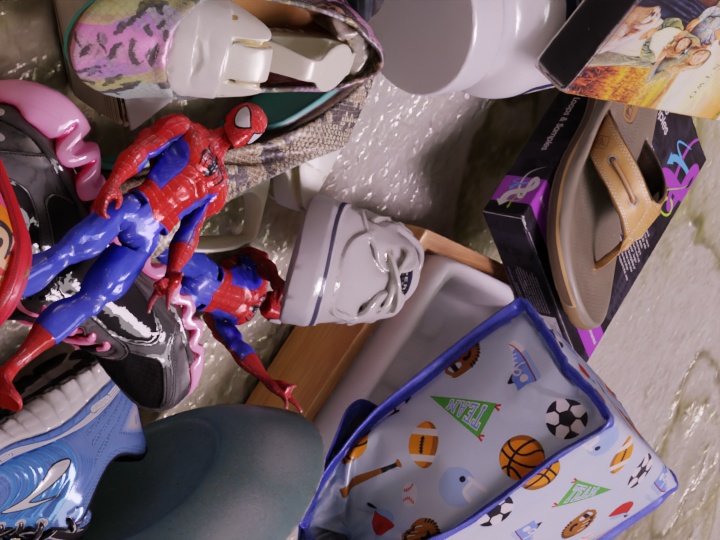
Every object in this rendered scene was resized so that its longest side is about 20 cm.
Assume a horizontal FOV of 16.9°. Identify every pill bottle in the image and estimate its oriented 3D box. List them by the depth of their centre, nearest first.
[{"bbox_3d":[0.099,-0.161,1.396,0.200,0.116,0.116,-16,133,-43],"label":"pill bottle"}]

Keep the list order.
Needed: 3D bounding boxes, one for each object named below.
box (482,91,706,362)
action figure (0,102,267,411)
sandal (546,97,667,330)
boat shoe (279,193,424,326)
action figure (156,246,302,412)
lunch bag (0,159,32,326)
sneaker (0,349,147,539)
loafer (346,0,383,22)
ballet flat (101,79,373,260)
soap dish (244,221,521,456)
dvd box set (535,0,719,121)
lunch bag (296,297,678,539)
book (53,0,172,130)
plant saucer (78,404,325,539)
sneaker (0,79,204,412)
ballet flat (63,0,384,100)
[{"bbox_3d":[0.154,-0.056,1.558,0.200,0.036,0.143,-55,139,-31],"label":"box"},{"bbox_3d":[-0.115,-0.017,1.189,0.200,0.052,0.065,-47,118,-26],"label":"action figure"},{"bbox_3d":[0.163,-0.061,1.490,0.080,0.054,0.200,34,70,-53],"label":"sandal"},{"bbox_3d":[0.000,0.000,1.363,0.200,0.066,0.072,-5,109,-83],"label":"boat shoe"},{"bbox_3d":[-0.082,0.020,1.370,0.065,0.099,0.200,-57,149,11],"label":"action figure"},{"bbox_3d":[-0.246,-0.008,1.076,0.200,0.176,0.082,-41,143,22],"label":"lunch bag"},{"bbox_3d":[-0.189,0.121,1.310,0.200,0.079,0.089,-34,106,-34],"label":"sneaker"},{"bbox_3d":[-0.004,-0.214,1.264,0.072,0.073,0.200,-40,147,-26],"label":"loafer"},{"bbox_3d":[-0.063,-0.055,1.329,0.200,0.068,0.075,-30,114,-39],"label":"ballet flat"},{"bbox_3d":[0.015,0.066,1.542,0.200,0.081,0.157,-56,147,7],"label":"soap dish"},{"bbox_3d":[0.199,-0.153,1.377,0.146,0.029,0.200,-51,153,21],"label":"dvd box set"},{"bbox_3d":[0.068,0.130,1.477,0.200,0.124,0.170,-39,149,6],"label":"lunch bag"},{"bbox_3d":[-0.096,-0.187,1.206,0.134,0.048,0.200,-39,144,-27],"label":"book"},{"bbox_3d":[-0.116,0.132,1.371,0.201,0.201,0.039,-41,117,-17],"label":"plant saucer"},{"bbox_3d":[-0.154,0.005,1.228,0.095,0.079,0.200,-51,124,-35],"label":"sneaker"},{"bbox_3d":[-0.056,-0.113,1.213,0.200,0.071,0.069,-9,123,-52],"label":"ballet flat"}]
